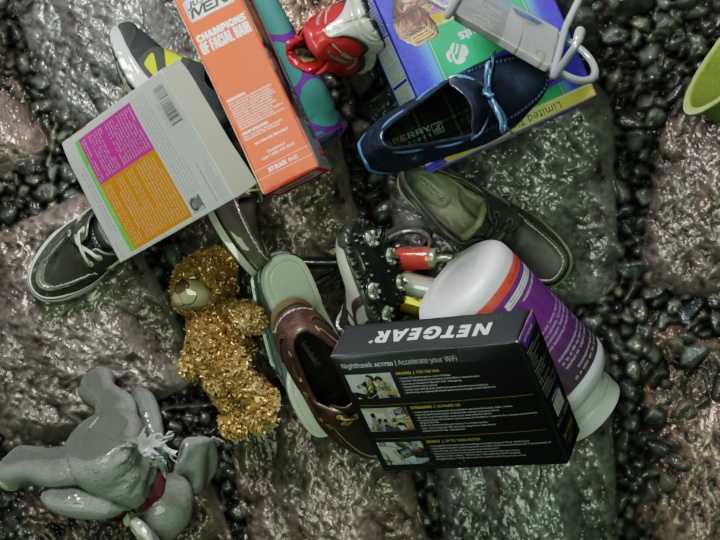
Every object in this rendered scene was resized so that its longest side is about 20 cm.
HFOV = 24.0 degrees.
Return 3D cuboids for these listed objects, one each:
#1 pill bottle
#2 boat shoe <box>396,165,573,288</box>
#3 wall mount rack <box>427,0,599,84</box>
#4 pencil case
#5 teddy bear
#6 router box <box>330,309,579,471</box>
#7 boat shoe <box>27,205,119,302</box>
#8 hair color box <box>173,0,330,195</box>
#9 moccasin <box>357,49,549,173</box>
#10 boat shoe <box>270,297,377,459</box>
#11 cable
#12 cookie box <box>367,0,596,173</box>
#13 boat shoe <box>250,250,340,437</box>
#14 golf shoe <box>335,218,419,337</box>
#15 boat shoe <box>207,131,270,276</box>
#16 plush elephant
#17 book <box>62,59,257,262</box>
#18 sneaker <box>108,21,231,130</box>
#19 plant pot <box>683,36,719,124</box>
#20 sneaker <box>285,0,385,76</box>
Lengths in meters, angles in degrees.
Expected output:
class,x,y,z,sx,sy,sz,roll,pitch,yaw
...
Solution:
class,x,y,z,sx,sy,sz,roll,pitch,yaw
pill bottle,0.158,0.073,1.634,0.112,0.113,0.200,-44,106,9
boat shoe,0.118,-0.044,1.670,0.199,0.065,0.074,30,100,8
wall mount rack,0.154,-0.265,1.572,0.199,0.174,0.075,28,131,-7
pencil case,-0.096,-0.202,1.683,0.092,0.085,0.201,-31,88,-7
teddy bear,-0.141,0.077,1.695,0.066,0.144,0.202,-17,105,-32
router box,0.089,0.116,1.587,0.198,0.051,0.150,-6,125,29
boat shoe,-0.266,-0.036,1.729,0.199,0.064,0.071,-37,88,9
hair color box,-0.099,-0.174,1.586,0.063,0.111,0.201,-26,90,6
moccasin,0.095,-0.140,1.548,0.199,0.068,0.081,-32,90,-16
boat shoe,-0.024,0.118,1.660,0.070,0.070,0.201,-38,119,-2
cable,0.000,0.000,1.693,0.198,0.050,0.098,1,114,6
cookie box,0.107,-0.221,1.632,0.170,0.075,0.202,-25,91,-12
boat shoe,-0.062,0.071,1.705,0.072,0.062,0.202,-26,113,-22
golf shoe,0.006,0.039,1.651,0.087,0.077,0.201,-3,128,31
boat shoe,-0.132,-0.085,1.678,0.059,0.072,0.201,-29,60,1
plush elephant,-0.231,0.213,1.709,0.199,0.165,0.156,8,137,39
book,-0.197,-0.101,1.598,0.199,0.048,0.134,-24,99,50
sneaker,-0.187,-0.183,1.682,0.084,0.075,0.201,-24,52,-12
plant pot,0.437,-0.165,1.569,0.189,0.200,0.201,38,98,-9
sneaker,-0.033,-0.219,1.612,0.084,0.200,0.078,-24,90,-5
